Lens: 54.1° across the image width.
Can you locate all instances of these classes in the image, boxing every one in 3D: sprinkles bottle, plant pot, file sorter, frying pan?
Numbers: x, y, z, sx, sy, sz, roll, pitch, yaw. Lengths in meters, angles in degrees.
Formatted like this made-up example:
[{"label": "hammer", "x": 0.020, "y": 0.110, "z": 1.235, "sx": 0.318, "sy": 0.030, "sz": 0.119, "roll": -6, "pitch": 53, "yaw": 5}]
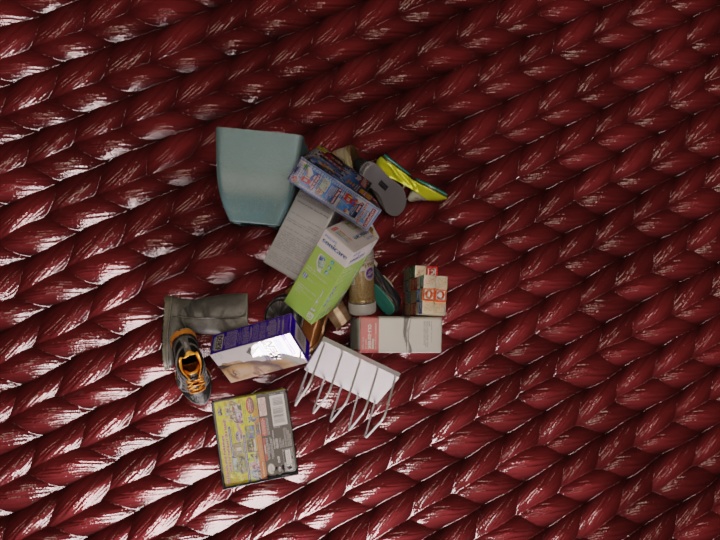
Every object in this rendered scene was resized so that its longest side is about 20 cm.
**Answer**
[{"label": "sprinkles bottle", "x": 0.000, "y": 0.000, "z": 1.637, "sx": 0.067, "sy": 0.068, "sz": 0.205, "roll": -5, "pitch": 104, "yaw": -11}, {"label": "plant pot", "x": -0.229, "y": -0.201, "z": 1.610, "sx": 0.191, "sy": 0.196, "sz": 0.205, "roll": 6, "pitch": 90, "yaw": -1}, {"label": "file sorter", "x": -0.034, "y": 0.275, "z": 1.612, "sx": 0.197, "sy": 0.139, "sz": 0.126, "roll": 25, "pitch": 49, "yaw": -7}, {"label": "frying pan", "x": -0.208, "y": 0.137, "z": 1.658, "sx": 0.190, "sy": 0.031, "sz": 0.115, "roll": -46, "pitch": 62, "yaw": 14}]

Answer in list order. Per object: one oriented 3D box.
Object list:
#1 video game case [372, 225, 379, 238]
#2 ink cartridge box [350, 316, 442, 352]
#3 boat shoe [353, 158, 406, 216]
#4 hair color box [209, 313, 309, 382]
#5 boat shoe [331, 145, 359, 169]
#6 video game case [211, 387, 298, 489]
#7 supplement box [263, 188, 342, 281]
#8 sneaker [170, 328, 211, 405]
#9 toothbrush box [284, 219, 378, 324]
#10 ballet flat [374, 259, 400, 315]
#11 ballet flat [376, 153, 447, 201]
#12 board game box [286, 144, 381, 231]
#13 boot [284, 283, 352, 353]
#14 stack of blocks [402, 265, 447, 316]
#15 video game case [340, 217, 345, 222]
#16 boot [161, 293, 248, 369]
[{"label": "video game case", "x": -0.076, "y": -0.125, "z": 1.722, "sx": 0.180, "sy": 0.023, "sz": 0.203, "roll": -28, "pitch": 89, "yaw": -11}, {"label": "ink cartridge box", "x": 0.082, "y": 0.151, "z": 1.663, "sx": 0.195, "sy": 0.144, "sz": 0.086, "roll": 0, "pitch": 85, "yaw": -10}, {"label": "boat shoe", "x": 0.048, "y": -0.205, "z": 1.695, "sx": 0.069, "sy": 0.200, "sz": 0.057, "roll": -47, "pitch": 49, "yaw": -2}, {"label": "hair color box", "x": -0.225, "y": 0.176, "z": 1.584, "sx": 0.196, "sy": 0.066, "sz": 0.110, "roll": -15, "pitch": 132, "yaw": 14}, {"label": "boat shoe", "x": -0.021, "y": -0.196, "z": 1.701, "sx": 0.063, "sy": 0.071, "sz": 0.204, "roll": -11, "pitch": 94, "yaw": 23}, {"label": "video game case", "x": -0.246, "y": 0.389, "z": 1.642, "sx": 0.177, "sy": 0.025, "sz": 0.205, "roll": -8, "pitch": 87, "yaw": -11}, {"label": "supplement box", "x": -0.125, "y": -0.083, "z": 1.610, "sx": 0.102, "sy": 0.101, "sz": 0.203, "roll": 27, "pitch": 93, "yaw": 8}, {"label": "sneaker", "x": -0.377, "y": 0.229, "z": 1.572, "sx": 0.077, "sy": 0.077, "sz": 0.203, "roll": -21, "pitch": 125, "yaw": -16}, {"label": "toothbrush box", "x": -0.063, "y": -0.001, "z": 1.545, "sx": 0.086, "sy": 0.145, "sz": 0.202, "roll": 38, "pitch": 115, "yaw": 10}, {"label": "ballet flat", "x": 0.030, "y": 0.019, "z": 1.710, "sx": 0.073, "sy": 0.073, "sz": 0.201, "roll": -40, "pitch": 89, "yaw": -11}, {"label": "ballet flat", "x": 0.120, "y": -0.212, "z": 1.752, "sx": 0.198, "sy": 0.067, "sz": 0.068, "roll": 31, "pitch": 101, "yaw": -3}, {"label": "board game box", "x": -0.042, "y": -0.178, "z": 1.524, "sx": 0.199, "sy": 0.200, "sz": 0.062, "roll": 37, "pitch": 109, "yaw": -3}, {"label": "boot", "x": -0.135, "y": 0.111, "z": 1.672, "sx": 0.199, "sy": 0.074, "sz": 0.155, "roll": -39, "pitch": 85, "yaw": -10}, {"label": "stack of blocks", "x": 0.149, "y": 0.048, "z": 1.656, "sx": 0.057, "sy": 0.200, "sz": 0.118, "roll": 3, "pitch": 85, "yaw": -9}, {"label": "video game case", "x": -0.079, "y": -0.101, "z": 1.670, "sx": 0.141, "sy": 0.017, "sz": 0.203, "roll": 27, "pitch": 99, "yaw": 8}, {"label": "boot", "x": -0.357, "y": 0.139, "z": 1.630, "sx": 0.196, "sy": 0.072, "sz": 0.186, "roll": 5, "pitch": 86, "yaw": -17}]
